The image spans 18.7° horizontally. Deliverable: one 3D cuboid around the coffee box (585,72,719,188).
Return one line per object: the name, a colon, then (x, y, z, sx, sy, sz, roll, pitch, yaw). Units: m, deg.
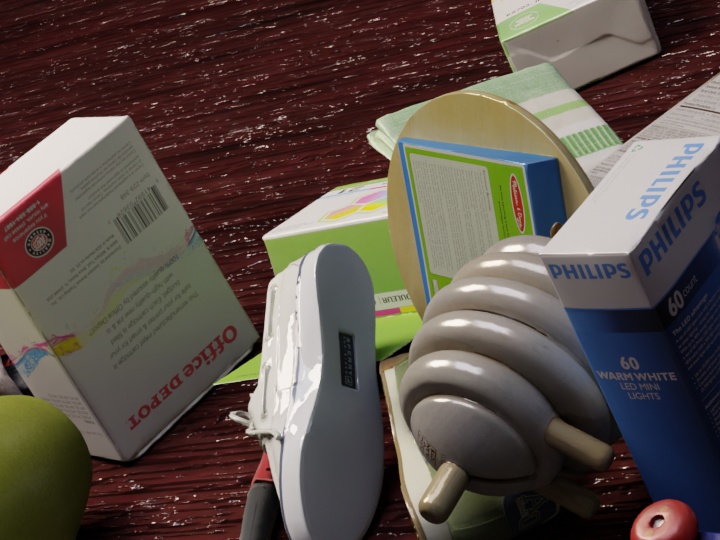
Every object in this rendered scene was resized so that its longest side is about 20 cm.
coffee box: (0.220, -0.039, 1.328, 0.200, 0.115, 0.080, -35, 26, -19)

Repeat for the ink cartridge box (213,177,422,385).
ink cartridge box: (0.000, 0.000, 1.468, 0.147, 0.076, 0.200, -9, 15, 35)

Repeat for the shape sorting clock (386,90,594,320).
shape sorting clock: (0.085, -0.011, 1.306, 0.039, 0.201, 0.200, -21, 19, -31)

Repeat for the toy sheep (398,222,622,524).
toy sheep: (0.089, 0.057, 1.166, 0.137, 0.138, 0.200, -3, 38, 42)

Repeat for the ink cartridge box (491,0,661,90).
ink cartridge box: (0.169, -0.219, 1.780, 0.117, 0.068, 0.200, -23, 25, 10)

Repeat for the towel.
towel: (0.115, -0.052, 1.421, 0.152, 0.023, 0.200, -20, 50, -23)

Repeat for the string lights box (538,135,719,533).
string lights box: (0.174, 0.043, 1.112, 0.059, 0.201, 0.103, -1, 35, 44)

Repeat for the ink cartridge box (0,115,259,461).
ink cartridge box: (-0.185, 0.012, 1.536, 0.148, 0.201, 0.085, -42, 28, -29)

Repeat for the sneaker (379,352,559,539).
sneaker: (0.067, 0.103, 1.279, 0.089, 0.067, 0.200, -17, 25, 3)

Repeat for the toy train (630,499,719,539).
toy train: (0.195, 0.176, 0.988, 0.199, 0.085, 0.116, -1, 46, 44)

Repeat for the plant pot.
plant pot: (-0.256, 0.161, 1.385, 0.186, 0.188, 0.200, -15, 13, 26)

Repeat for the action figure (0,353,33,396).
action figure: (-0.282, 0.086, 1.616, 0.199, 0.105, 0.194, -22, 34, 14)

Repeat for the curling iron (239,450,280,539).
curling iron: (-0.051, 0.133, 1.375, 0.049, 0.026, 0.200, -17, 27, 26)

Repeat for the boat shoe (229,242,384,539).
boat shoe: (-0.041, 0.086, 1.341, 0.086, 0.074, 0.203, -24, 58, 40)
